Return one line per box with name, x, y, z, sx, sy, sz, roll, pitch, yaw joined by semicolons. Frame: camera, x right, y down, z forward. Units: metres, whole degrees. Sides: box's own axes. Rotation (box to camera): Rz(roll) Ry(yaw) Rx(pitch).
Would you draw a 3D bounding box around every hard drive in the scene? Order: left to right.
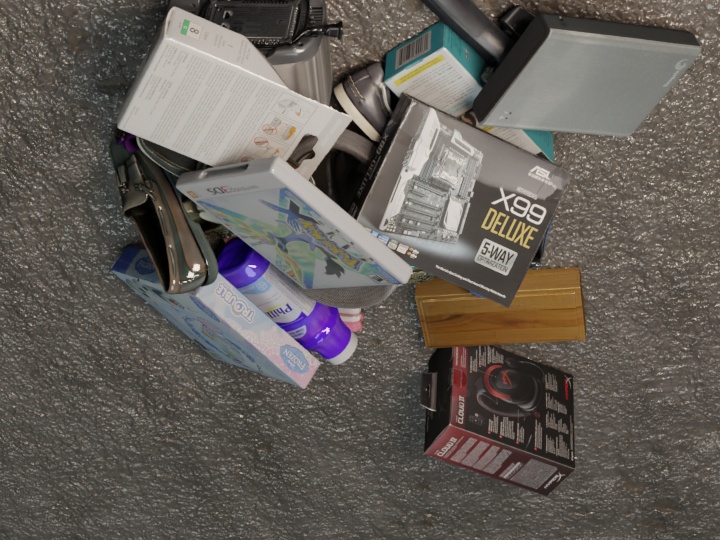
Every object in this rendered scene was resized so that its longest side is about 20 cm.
hard drive;0.229;-0.195;1.601;0.198;0.033;0.140;0;144;-32

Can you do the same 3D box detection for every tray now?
tray;0.171;0.047;1.928;0.198;0.037;0.099;-3;137;11

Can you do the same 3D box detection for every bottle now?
bottle;-0.083;0.039;1.883;0.083;0.066;0.200;-14;134;42

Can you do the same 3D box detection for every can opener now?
can opener;0.112;-0.252;1.599;0.199;0.079;0.063;33;170;-23

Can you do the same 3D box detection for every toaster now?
toaster;-0.103;-0.212;1.618;0.198;0.114;0.130;1;142;8

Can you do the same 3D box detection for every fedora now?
fedora;-0.010;-0.068;1.750;0.175;0.090;0.202;-3;109;29

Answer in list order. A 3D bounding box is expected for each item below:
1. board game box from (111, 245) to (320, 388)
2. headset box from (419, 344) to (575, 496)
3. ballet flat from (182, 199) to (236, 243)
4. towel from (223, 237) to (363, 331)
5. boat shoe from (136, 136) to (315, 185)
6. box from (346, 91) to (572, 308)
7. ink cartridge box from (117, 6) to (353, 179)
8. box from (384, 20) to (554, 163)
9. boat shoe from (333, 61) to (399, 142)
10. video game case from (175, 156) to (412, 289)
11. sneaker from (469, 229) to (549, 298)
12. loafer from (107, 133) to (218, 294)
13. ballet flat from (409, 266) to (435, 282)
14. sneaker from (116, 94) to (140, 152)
board game box;-0.174;0.055;1.895;0.198;0.044;0.200;15;156;51
headset box;0.166;0.176;1.985;0.198;0.150;0.075;20;136;-17
ballet flat;-0.165;-0.068;1.774;0.075;0.069;0.199;7;166;-29
towel;-0.081;0.008;1.918;0.145;0.030;0.201;-4;137;10
boat shoe;-0.139;-0.117;1.665;0.198;0.072;0.068;24;174;-6
box;0.101;-0.073;1.659;0.199;0.050;0.159;24;99;-18
ink cartridge box;-0.124;-0.161;1.561;0.198;0.050;0.161;20;145;-16
box;0.118;-0.171;1.682;0.082;0.049;0.200;-26;129;30
boat shoe;0.057;-0.146;1.702;0.063;0.073;0.200;-40;121;14
video game case;-0.070;-0.044;1.627;0.200;0.022;0.182;39;156;-30
sneaker;0.164;-0.031;1.802;0.078;0.090;0.201;16;137;-9
loafer;-0.229;-0.065;1.744;0.063;0.201;0.072;-25;166;-34
ballet flat;0.000;0.000;1.846;0.198;0.068;0.076;-3;149;-13
sneaker;-0.171;-0.130;1.733;0.198;0.088;0.075;17;137;-12
